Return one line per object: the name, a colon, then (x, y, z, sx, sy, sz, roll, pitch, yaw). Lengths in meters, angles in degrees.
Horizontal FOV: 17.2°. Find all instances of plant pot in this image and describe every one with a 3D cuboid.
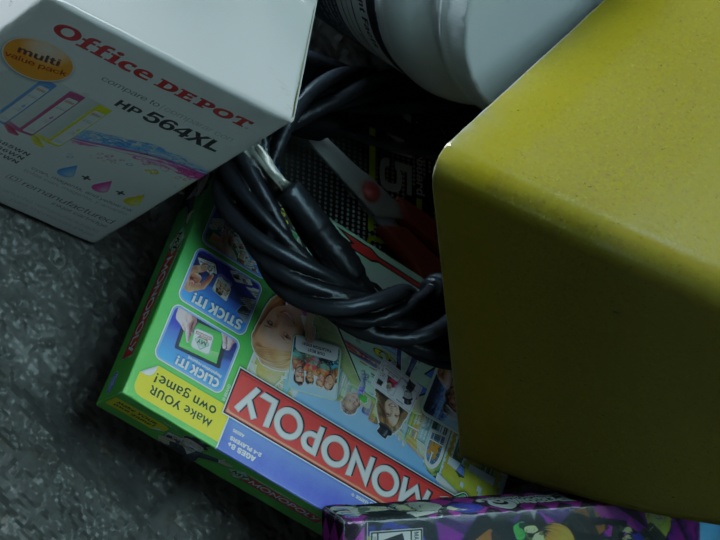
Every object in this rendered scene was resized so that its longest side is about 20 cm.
plant pot: (0.168, 0.000, 1.063, 0.200, 0.176, 0.200, -43, 145, -30)

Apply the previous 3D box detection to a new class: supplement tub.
supplement tub: (0.039, -0.164, 1.135, 0.140, 0.200, 0.141, -20, 127, -29)

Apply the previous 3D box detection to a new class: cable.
cable: (0.019, -0.028, 1.121, 0.200, 0.051, 0.163, 22, 41, -35)

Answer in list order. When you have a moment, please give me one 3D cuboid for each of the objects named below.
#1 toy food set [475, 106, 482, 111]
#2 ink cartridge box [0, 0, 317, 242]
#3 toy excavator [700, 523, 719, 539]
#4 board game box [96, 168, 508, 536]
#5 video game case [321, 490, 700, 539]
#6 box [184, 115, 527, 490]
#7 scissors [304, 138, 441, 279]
toy food set: (0.097, -0.131, 1.259, 0.198, 0.049, 0.200, 33, 39, 31)
ink cartridge box: (-0.111, -0.118, 1.059, 0.128, 0.200, 0.125, 25, 60, -28)
toy excavator: (0.162, 0.124, 1.184, 0.200, 0.100, 0.195, 14, 91, 2)
board game box: (-0.013, 0.052, 1.120, 0.200, 0.029, 0.135, 32, 59, -21)
video game case: (0.071, 0.204, 1.106, 0.181, 0.036, 0.200, -1, 97, -20)
box: (0.000, 0.000, 1.200, 0.193, 0.047, 0.200, 16, 65, -31)
scissors: (0.011, -0.026, 1.178, 0.200, 0.014, 0.073, 34, 58, -27)
